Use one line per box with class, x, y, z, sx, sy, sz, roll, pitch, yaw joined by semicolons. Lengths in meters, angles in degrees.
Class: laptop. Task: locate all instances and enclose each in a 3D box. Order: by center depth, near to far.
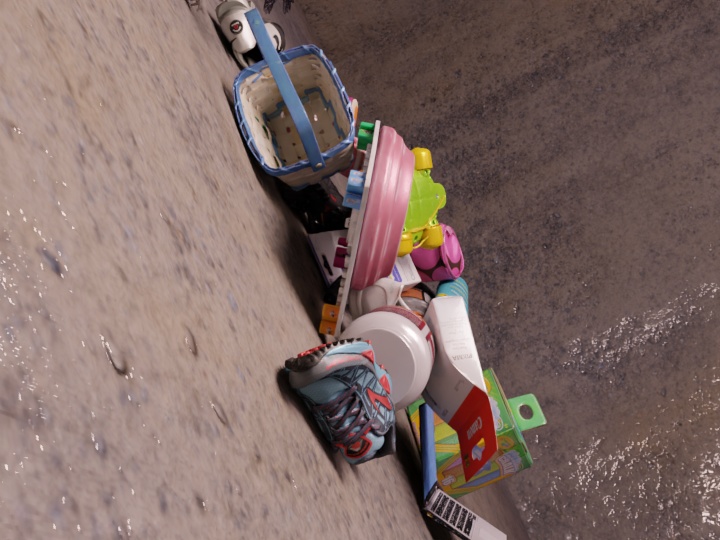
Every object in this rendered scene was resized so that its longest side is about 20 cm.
laptop;0.145;0.288;1.222;0.198;0.117;0.187;32;1;12

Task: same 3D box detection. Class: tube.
tube;0.134;0.053;1.297;0.077;0.051;0.200;41;14;-3

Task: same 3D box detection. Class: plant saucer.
plant saucer;0.028;-0.073;1.082;0.201;0.050;0.204;-168;-90;-88

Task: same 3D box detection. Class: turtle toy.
turtle toy;0.059;-0.098;1.264;0.198;0.100;0.149;-13;95;-50

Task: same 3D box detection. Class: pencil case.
pencil case;0.062;-0.028;1.376;0.090;0.197;0.096;-16;102;-62

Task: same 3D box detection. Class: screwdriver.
screwdriver;0.000;0.000;1.206;0.028;0.029;0.200;52;31;-3

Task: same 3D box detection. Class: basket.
basket;-0.082;-0.197;1.069;0.201;0.137;0.178;77;-9;-66

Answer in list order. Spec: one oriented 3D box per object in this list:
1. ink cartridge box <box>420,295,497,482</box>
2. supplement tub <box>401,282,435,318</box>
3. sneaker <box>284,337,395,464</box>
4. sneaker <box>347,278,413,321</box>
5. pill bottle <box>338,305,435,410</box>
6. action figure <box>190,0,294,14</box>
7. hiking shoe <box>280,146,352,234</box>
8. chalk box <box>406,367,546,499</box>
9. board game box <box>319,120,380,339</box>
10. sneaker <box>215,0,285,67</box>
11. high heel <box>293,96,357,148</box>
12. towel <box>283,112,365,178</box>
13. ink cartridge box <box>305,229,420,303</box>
ink cartridge box;0.116;0.158;1.132;0.161;0.046;0.203;107;-24;-62
supplement tub;0.070;0.090;1.347;0.124;0.121;0.200;64;8;-8
sneaker;-0.005;0.128;0.816;0.200;0.078;0.097;44;28;-61
sneaker;0.049;0.095;1.172;0.076;0.087;0.202;-61;142;-43
pill bottle;0.029;0.102;1.021;0.115;0.112;0.200;65;7;3
action figure;-0.187;-0.389;1.131;0.198;0.103;0.119;29;34;11
hiking shoe;-0.058;-0.112;1.254;0.200;0.075;0.102;53;17;-58
chalk box;0.193;0.253;1.396;0.124;0.197;0.125;58;9;-43
board game box;-0.012;-0.054;1.044;0.201;0.025;0.203;-82;-177;-62
sneaker;-0.157;-0.335;1.321;0.200;0.073;0.090;-5;74;-75
high heel;-0.059;-0.197;1.232;0.200;0.094;0.069;127;-24;-76
towel;-0.032;-0.192;1.363;0.198;0.030;0.146;31;-12;0
ink cartridge box;-0.002;-0.009;1.250;0.198;0.039;0.101;-8;70;-49
